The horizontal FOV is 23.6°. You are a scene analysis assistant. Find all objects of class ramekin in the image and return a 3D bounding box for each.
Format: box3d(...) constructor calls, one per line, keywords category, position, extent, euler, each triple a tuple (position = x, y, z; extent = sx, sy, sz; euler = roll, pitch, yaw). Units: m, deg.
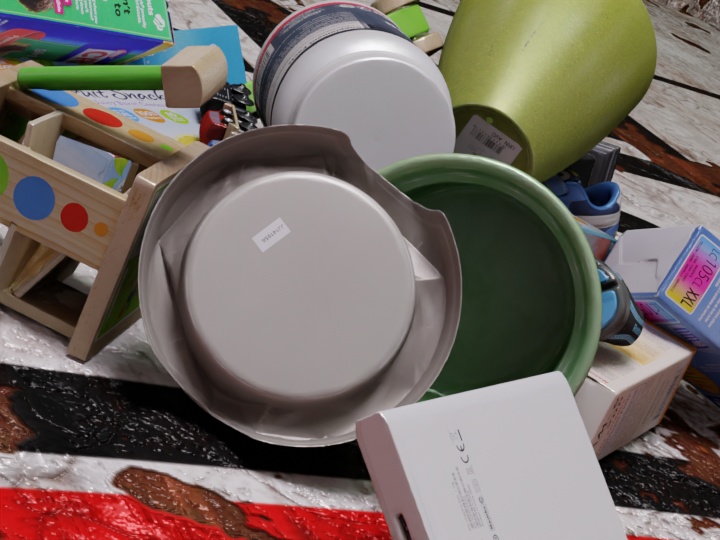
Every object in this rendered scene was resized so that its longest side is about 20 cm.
box3d(category="ramekin", position=(0.067, 0.019, 1.160), extent=(0.200, 0.200, 0.098), euler=(27, 11, 9))

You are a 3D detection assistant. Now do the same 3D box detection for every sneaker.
box3d(category="sneaker", position=(0.151, -0.060, 1.550), extent=(0.199, 0.082, 0.074), euler=(10, 24, -32))
box3d(category="sneaker", position=(0.123, -0.003, 1.271), extent=(0.200, 0.073, 0.082), euler=(41, 7, 33))

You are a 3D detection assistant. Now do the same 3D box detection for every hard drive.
box3d(category="hard drive", position=(0.083, 0.134, 1.005), extent=(0.200, 0.026, 0.132), euler=(-6, 73, -55))

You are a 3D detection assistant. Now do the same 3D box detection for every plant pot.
box3d(category="plant pot", position=(0.136, -0.152, 1.474), extent=(0.187, 0.187, 0.200), euler=(27, 42, 9))

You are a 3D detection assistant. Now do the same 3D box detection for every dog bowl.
box3d(category="dog bowl", position=(-0.039, 0.013, 1.066), extent=(0.200, 0.201, 0.059), euler=(23, -15, -4))

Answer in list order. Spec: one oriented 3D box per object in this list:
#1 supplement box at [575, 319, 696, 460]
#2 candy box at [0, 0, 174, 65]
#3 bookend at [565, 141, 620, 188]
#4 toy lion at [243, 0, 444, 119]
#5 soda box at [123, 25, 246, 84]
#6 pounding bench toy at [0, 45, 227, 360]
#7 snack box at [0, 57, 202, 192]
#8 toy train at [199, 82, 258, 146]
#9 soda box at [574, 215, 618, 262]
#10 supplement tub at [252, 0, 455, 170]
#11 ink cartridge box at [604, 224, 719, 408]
box3d(category="supplement box", position=(0.159, 0.074, 1.300), extent=(0.126, 0.074, 0.200), euler=(32, 19, 22))
box3d(category="candy box", position=(-0.281, -0.204, 1.395), extent=(0.169, 0.077, 0.200), euler=(-14, -8, 39))
box3d(category="bookend", position=(0.119, -0.103, 1.634), extent=(0.198, 0.092, 0.200), euler=(20, 11, 20))
box3d(category="toy lion", position=(-0.051, -0.175, 1.556), extent=(0.191, 0.069, 0.200), euler=(-27, 3, -33))
box3d(category="soda box", position=(-0.176, -0.183, 1.575), extent=(0.064, 0.068, 0.200), euler=(-6, 8, 23))
box3d(category="pounding bench toy", position=(-0.187, -0.078, 1.095), extent=(0.156, 0.200, 0.124), euler=(26, 19, 5))
box3d(category="snack box", position=(-0.194, -0.101, 1.361), extent=(0.168, 0.068, 0.200), euler=(35, 20, 28))
box3d(category="toy train", position=(-0.103, -0.107, 1.337), extent=(0.046, 0.034, 0.200), euler=(18, 21, -16))
box3d(category="soda box", position=(0.143, -0.020, 1.409), extent=(0.068, 0.064, 0.200), euler=(32, 10, 24))
box3d(category="supplement tub", position=(-0.006, -0.128, 1.349), extent=(0.140, 0.141, 0.200), euler=(18, 15, -16))
box3d(category="ink cartridge box", position=(0.300, 0.052, 1.408), extent=(0.200, 0.076, 0.136), euler=(36, -11, -14))
